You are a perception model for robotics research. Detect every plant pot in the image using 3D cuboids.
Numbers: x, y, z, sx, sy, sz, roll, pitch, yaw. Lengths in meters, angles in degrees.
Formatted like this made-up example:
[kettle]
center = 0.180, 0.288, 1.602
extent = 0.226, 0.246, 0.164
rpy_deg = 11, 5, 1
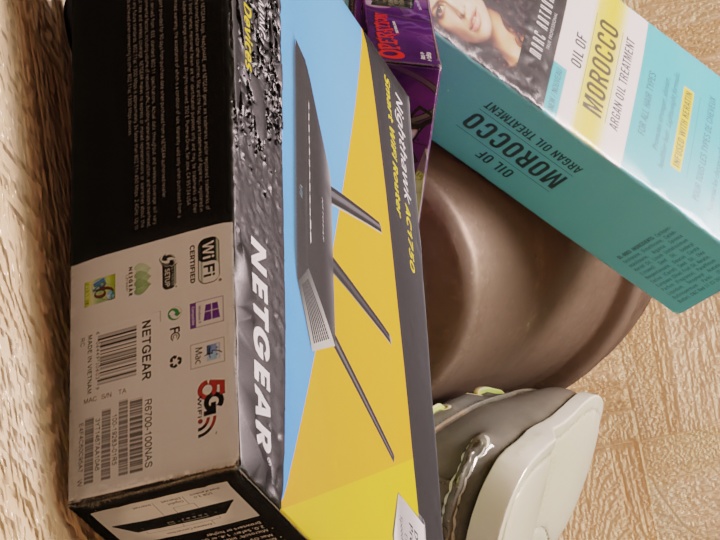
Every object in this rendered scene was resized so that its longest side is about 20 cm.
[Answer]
[plant pot]
center = 0.018, -0.014, 1.098
extent = 0.175, 0.199, 0.202
rpy_deg = -41, 121, -67

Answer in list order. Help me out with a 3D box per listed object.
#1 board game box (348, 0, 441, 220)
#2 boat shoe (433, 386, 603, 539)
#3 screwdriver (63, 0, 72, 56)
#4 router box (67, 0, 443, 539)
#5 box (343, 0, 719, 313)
[board game box]
center = 0.000, 0.000, 0.924
extent = 0.120, 0.032, 0.202
rpy_deg = -86, -177, -66
[boat shoe]
center = 0.053, 0.079, 1.056
extent = 0.202, 0.060, 0.073
rpy_deg = -9, 115, -75
[screwdriver]
center = -0.086, -0.117, 0.806
extent = 0.029, 0.028, 0.201
rpy_deg = 121, -38, -47
[router box]
center = -0.027, 0.001, 0.724
extent = 0.149, 0.051, 0.201
rpy_deg = 52, 29, -54
[box]
center = 0.075, -0.073, 1.028
extent = 0.199, 0.049, 0.083
rpy_deg = 34, 48, -23
